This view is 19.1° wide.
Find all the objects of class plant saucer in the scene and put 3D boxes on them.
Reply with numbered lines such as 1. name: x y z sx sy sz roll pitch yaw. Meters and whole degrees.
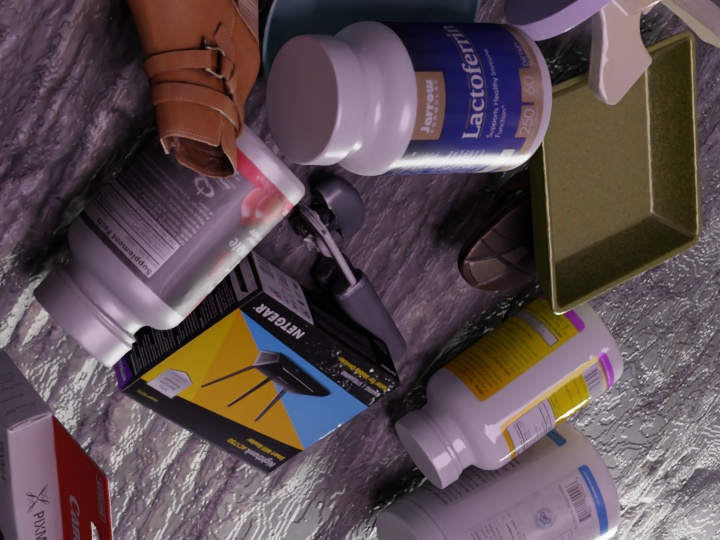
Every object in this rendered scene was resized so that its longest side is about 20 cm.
1. plant saucer: 0.003 -0.199 1.632 0.200 0.036 0.200 -21 133 -25
2. plant saucer: 0.209 -0.089 1.822 0.200 0.048 0.200 -24 119 -37

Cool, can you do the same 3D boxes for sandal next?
1. sandal: 0.148 -0.061 1.847 0.200 0.055 0.082 -51 136 -18

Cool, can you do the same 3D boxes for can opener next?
1. can opener: 0.000 0.000 1.768 0.067 0.053 0.200 -39 138 -7

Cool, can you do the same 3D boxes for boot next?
1. boot: -0.132 -0.162 1.464 0.200 0.074 0.155 29 59 -49

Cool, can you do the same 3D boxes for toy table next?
1. toy table: 0.220 -0.234 1.695 0.200 0.184 0.117 -42 121 8

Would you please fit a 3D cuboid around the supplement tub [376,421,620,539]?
1. supplement tub: 0.130 0.235 1.993 0.200 0.132 0.132 -26 134 -20

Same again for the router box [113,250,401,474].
1. router box: -0.083 0.078 1.729 0.149 0.051 0.200 -35 140 18

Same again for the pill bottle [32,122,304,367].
1. pill bottle: -0.146 -0.027 1.587 0.200 0.111 0.111 -45 138 -1

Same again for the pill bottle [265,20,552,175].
1. pill bottle: 0.036 -0.129 1.600 0.200 0.116 0.116 -5 124 -37

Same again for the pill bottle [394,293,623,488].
1. pill bottle: 0.131 0.109 1.918 0.200 0.104 0.104 -35 137 -12

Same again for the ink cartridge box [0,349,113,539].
1. ink cartridge box: -0.244 0.187 1.622 0.043 0.174 0.200 -20 131 -26
